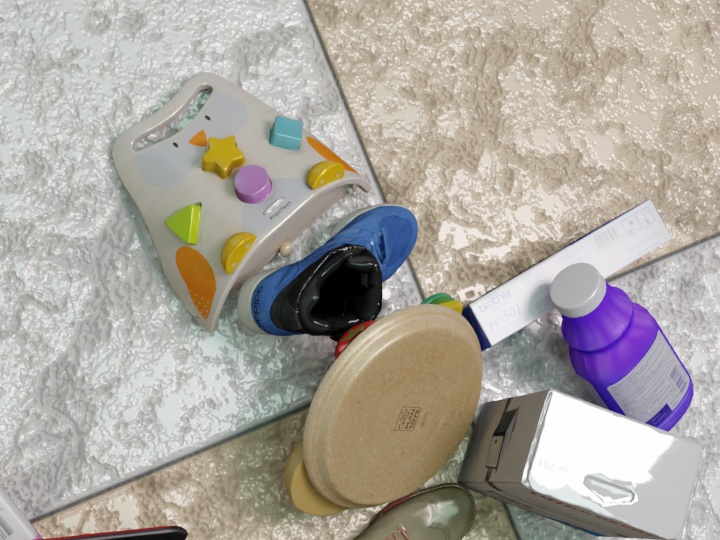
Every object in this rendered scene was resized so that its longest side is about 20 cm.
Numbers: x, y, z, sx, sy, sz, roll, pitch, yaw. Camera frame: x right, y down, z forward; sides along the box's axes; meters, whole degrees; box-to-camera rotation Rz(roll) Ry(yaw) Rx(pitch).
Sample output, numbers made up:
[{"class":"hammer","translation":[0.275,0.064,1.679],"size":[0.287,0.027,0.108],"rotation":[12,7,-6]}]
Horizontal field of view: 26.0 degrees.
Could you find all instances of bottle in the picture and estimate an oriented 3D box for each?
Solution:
[{"class":"bottle","translation":[0.226,0.070,1.371],"size":[0.084,0.065,0.200],"rotation":[-47,132,-7]}]

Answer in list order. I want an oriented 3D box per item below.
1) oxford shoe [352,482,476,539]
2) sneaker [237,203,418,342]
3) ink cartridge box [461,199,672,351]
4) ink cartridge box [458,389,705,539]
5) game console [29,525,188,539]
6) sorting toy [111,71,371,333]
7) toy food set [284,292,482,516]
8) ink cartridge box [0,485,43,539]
[{"class":"oxford shoe","translation":[0.023,0.250,1.346],"size":[0.199,0.075,0.071],"rotation":[-33,88,-15]},{"class":"sneaker","translation":[0.000,0.001,1.340],"size":[0.199,0.111,0.078],"rotation":[-26,110,-35]},{"class":"ink cartridge box","translation":[0.177,0.008,1.409],"size":[0.198,0.094,0.045],"rotation":[-29,87,-15]},{"class":"ink cartridge box","translation":[0.183,0.168,1.329],"size":[0.145,0.200,0.087],"rotation":[21,77,-8]},{"class":"game console","translation":[-0.235,0.273,1.169],"size":[0.197,0.118,0.175],"rotation":[-2,95,-22]},{"class":"sorting toy","translation":[-0.121,-0.085,1.374],"size":[0.200,0.107,0.180],"rotation":[-42,72,-15]},{"class":"toy food set","translation":[0.027,0.117,1.331],"size":[0.196,0.049,0.202],"rotation":[-12,122,-36]},{"class":"ink cartridge box","translation":[-0.312,0.260,1.246],"size":[0.144,0.084,0.201],"rotation":[-39,105,-15]}]
